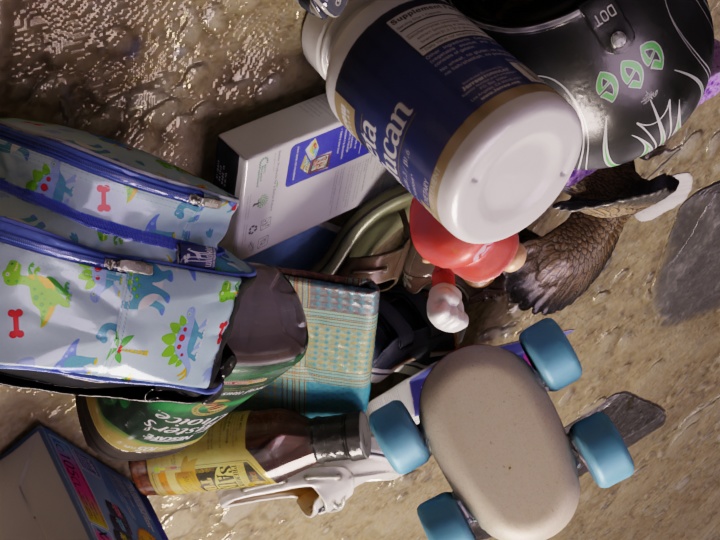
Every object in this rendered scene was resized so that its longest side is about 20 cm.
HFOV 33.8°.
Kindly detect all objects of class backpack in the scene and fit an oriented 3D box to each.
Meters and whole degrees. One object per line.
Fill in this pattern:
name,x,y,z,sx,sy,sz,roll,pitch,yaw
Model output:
backpack,-0.184,-0.012,0.708,0.199,0.183,0.148,8,98,-47

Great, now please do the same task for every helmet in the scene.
helmet,0.167,-0.170,0.885,0.200,0.200,0.191,-42,134,-2

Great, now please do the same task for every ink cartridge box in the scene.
ink cartridge box,-0.025,-0.085,0.896,0.199,0.039,0.100,-25,143,-36
ink cartridge box,-0.213,0.229,0.971,0.076,0.137,0.200,-35,146,-1
ink cartridge box,0.092,0.126,1.182,0.196,0.044,0.200,-9,163,-39

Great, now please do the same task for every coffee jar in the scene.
coffee jar,-0.131,0.073,0.876,0.104,0.086,0.200,-2,155,-39

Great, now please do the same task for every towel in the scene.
towel,-0.061,0.061,0.944,0.146,0.022,0.200,8,142,2

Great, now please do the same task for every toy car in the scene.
toy car,0.124,0.155,1.085,0.184,0.177,0.200,-28,173,0

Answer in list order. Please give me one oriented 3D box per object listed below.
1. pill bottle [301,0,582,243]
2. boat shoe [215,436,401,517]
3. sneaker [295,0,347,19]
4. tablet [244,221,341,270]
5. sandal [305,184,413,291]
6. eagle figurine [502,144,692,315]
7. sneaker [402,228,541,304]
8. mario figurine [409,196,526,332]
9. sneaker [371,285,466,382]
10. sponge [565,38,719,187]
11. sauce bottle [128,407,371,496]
pill bottle,0.045,-0.118,0.798,0.111,0.200,0.111,-26,142,-22
boat shoe,-0.042,0.198,1.114,0.199,0.070,0.071,4,153,-24
sneaker,0.019,-0.225,0.753,0.202,0.077,0.147,10,109,-39
tablet,-0.080,0.004,0.972,0.130,0.014,0.200,-52,145,13
sandal,0.000,0.001,0.970,0.201,0.057,0.080,-46,165,10
eagle figurine,0.211,-0.060,1.064,0.152,0.150,0.200,63,32,-35
sneaker,0.116,-0.006,1.114,0.199,0.070,0.076,12,115,-39
mario figurine,0.102,-0.019,0.925,0.105,0.124,0.200,-7,179,12
sneaker,0.032,0.051,1.083,0.079,0.078,0.200,-48,158,17
sponge,0.216,-0.156,1.012,0.200,0.112,0.030,-32,143,-16
sauce bottle,-0.092,0.148,0.986,0.199,0.066,0.066,-9,148,14
